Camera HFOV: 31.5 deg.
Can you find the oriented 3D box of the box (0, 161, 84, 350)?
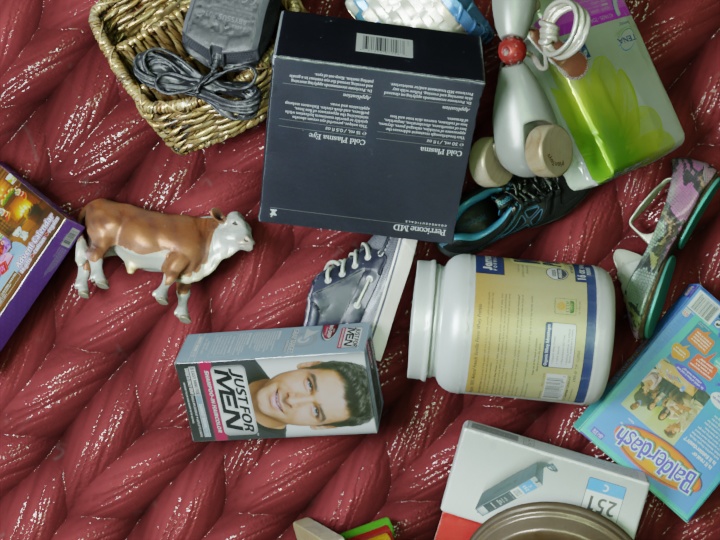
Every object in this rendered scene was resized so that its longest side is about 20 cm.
[{"bbox_3d":[-0.400,-0.004,1.355,0.137,0.039,0.201,35,91,26],"label":"box"}]

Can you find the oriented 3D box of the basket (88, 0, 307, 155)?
[{"bbox_3d":[-0.152,-0.232,1.296,0.199,0.149,0.143,-31,45,1],"label":"basket"}]

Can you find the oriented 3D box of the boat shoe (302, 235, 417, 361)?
[{"bbox_3d":[0.000,0.000,1.347,0.092,0.075,0.201,16,90,-6],"label":"boat shoe"}]

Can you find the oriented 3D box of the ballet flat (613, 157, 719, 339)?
[{"bbox_3d":[0.311,-0.027,1.349,0.071,0.069,0.201,24,86,20],"label":"ballet flat"}]

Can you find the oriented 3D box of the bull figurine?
[{"bbox_3d":[-0.210,-0.019,1.352,0.199,0.065,0.122,11,64,12],"label":"bull figurine"}]

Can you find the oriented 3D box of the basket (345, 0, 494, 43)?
[{"bbox_3d":[0.090,-0.295,1.300,0.199,0.176,0.140,-33,85,12],"label":"basket"}]

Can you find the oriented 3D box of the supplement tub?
[{"bbox_3d":[0.151,0.059,1.307,0.199,0.144,0.145,5,89,2],"label":"supplement tub"}]

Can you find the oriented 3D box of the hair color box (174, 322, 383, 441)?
[{"bbox_3d":[-0.082,0.117,1.325,0.199,0.061,0.100,-4,117,10],"label":"hair color box"}]

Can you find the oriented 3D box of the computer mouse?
[{"bbox_3d":[-0.128,-0.255,1.244,0.138,0.053,0.201,21,93,12],"label":"computer mouse"}]

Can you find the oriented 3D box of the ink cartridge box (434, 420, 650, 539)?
[{"bbox_3d":[0.181,0.269,1.332,0.199,0.045,0.177,16,99,7],"label":"ink cartridge box"}]

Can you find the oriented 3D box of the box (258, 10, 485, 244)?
[{"bbox_3d":[0.007,-0.138,1.243,0.199,0.104,0.183,7,125,-3],"label":"box"}]

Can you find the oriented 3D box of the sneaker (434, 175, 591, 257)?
[{"bbox_3d":[0.169,-0.073,1.340,0.199,0.082,0.073,-32,87,0],"label":"sneaker"}]

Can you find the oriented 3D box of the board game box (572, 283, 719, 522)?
[{"bbox_3d":[0.346,0.138,1.349,0.152,0.045,0.200,40,91,1],"label":"board game box"}]

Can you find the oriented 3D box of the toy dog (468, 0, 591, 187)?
[{"bbox_3d":[0.170,-0.172,1.230,0.132,0.096,0.201,27,110,40],"label":"toy dog"}]

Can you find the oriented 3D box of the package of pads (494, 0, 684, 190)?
[{"bbox_3d":[0.239,-0.193,1.312,0.154,0.068,0.201,-22,87,-43],"label":"package of pads"}]

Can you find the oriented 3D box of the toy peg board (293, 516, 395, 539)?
[{"bbox_3d":[0.021,0.344,1.292,0.097,0.199,0.201,-17,89,-14],"label":"toy peg board"}]

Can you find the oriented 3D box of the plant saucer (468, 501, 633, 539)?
[{"bbox_3d":[0.199,0.328,1.315,0.199,0.030,0.201,5,116,11],"label":"plant saucer"}]
